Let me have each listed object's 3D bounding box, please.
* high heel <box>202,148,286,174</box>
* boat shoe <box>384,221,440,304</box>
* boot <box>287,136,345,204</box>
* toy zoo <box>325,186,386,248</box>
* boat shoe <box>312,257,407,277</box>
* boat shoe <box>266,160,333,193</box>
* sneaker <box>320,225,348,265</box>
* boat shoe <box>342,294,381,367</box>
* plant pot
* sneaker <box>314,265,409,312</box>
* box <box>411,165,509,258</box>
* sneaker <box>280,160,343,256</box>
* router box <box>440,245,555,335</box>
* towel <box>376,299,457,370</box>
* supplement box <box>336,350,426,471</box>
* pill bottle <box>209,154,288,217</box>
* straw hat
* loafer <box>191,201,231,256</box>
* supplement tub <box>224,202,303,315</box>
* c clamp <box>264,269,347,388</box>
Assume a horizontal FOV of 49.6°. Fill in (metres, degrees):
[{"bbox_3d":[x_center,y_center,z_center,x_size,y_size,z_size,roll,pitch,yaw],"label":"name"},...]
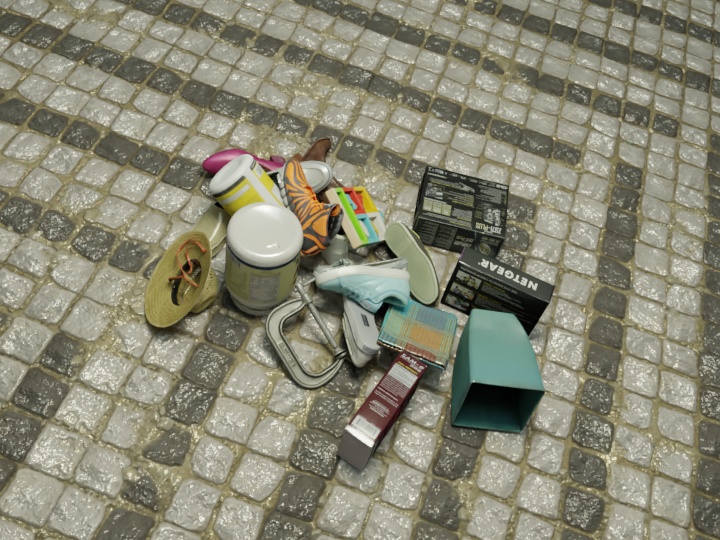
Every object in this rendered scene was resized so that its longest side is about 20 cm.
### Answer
[{"bbox_3d":[-0.245,-0.218,1.724,0.198,0.068,0.097,-6,45,-20],"label":"high heel"},{"bbox_3d":[0.122,-0.016,1.660,0.060,0.072,0.202,13,45,-53],"label":"boat shoe"},{"bbox_3d":[-0.055,-0.199,1.760,0.200,0.064,0.186,41,43,4],"label":"boot"},{"bbox_3d":[0.003,-0.116,1.661,0.132,0.020,0.200,63,23,4],"label":"toy zoo"},{"bbox_3d":[0.001,0.000,1.606,0.200,0.074,0.065,3,96,-12],"label":"boat shoe"},{"bbox_3d":[-0.157,-0.184,1.666,0.198,0.074,0.067,-13,7,18],"label":"boat shoe"},{"bbox_3d":[-0.086,-0.115,1.659,0.073,0.116,0.200,-29,64,-27],"label":"sneaker"},{"bbox_3d":[-0.005,0.110,1.542,0.071,0.066,0.201,19,30,-27],"label":"boat shoe"},{"bbox_3d":[0.253,0.182,1.507,0.140,0.142,0.201,7,46,-7],"label":"plant pot"},{"bbox_3d":[0.009,0.039,1.527,0.198,0.074,0.083,1,70,-18],"label":"sneaker"},{"bbox_3d":[0.225,-0.130,1.754,0.198,0.086,0.165,13,53,-2],"label":"box"},{"bbox_3d":[-0.091,-0.135,1.562,0.077,0.111,0.202,1,75,-57],"label":"sneaker"},{"bbox_3d":[0.278,0.049,1.597,0.199,0.150,0.051,25,54,6],"label":"router box"},{"bbox_3d":[0.116,0.116,1.540,0.145,0.022,0.200,21,26,3],"label":"towel"},{"bbox_3d":[0.039,0.254,1.422,0.061,0.109,0.200,32,53,12],"label":"supplement box"},{"bbox_3d":[-0.208,-0.129,1.595,0.200,0.111,0.112,51,49,-25],"label":"pill bottle"},{"bbox_3d":[-0.324,0.031,1.515,0.085,0.200,0.203,33,38,-44],"label":"straw hat"},{"bbox_3d":[-0.301,-0.103,1.631,0.075,0.069,0.201,25,52,8],"label":"loafer"},{"bbox_3d":[-0.190,-0.018,1.511,0.143,0.201,0.146,6,53,-8],"label":"supplement tub"},{"bbox_3d":[-0.092,0.118,1.506,0.170,0.027,0.201,-24,84,-24],"label":"c clamp"}]
